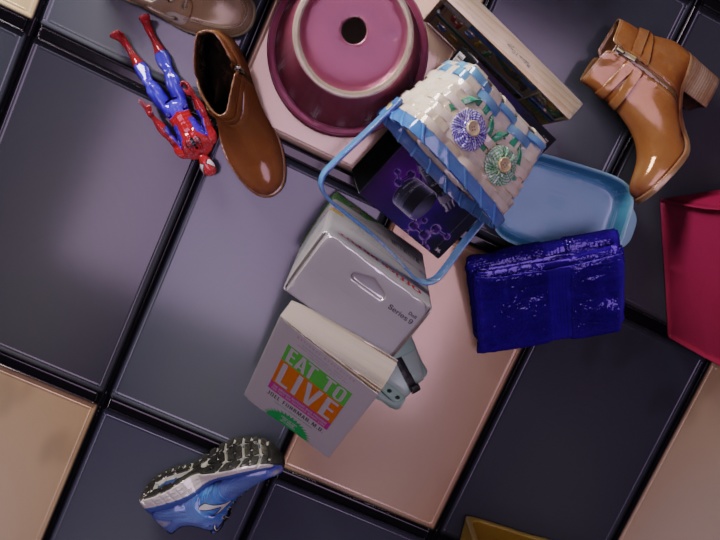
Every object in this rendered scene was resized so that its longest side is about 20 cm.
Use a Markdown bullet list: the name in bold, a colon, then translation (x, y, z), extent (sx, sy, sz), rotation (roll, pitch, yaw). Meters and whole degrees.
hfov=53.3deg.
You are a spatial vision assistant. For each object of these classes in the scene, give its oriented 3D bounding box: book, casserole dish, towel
- **book**: translation (-0.054, 0.128, 0.820), extent (0.133, 0.201, 0.048), rotation (34, 51, 4)
- **casserole dish**: translation (0.259, -0.080, 0.934), extent (0.198, 0.039, 0.123), rotation (16, 98, -6)
- **towel**: translation (0.239, 0.034, 0.922), extent (0.197, 0.050, 0.149), rotation (-10, 114, 5)

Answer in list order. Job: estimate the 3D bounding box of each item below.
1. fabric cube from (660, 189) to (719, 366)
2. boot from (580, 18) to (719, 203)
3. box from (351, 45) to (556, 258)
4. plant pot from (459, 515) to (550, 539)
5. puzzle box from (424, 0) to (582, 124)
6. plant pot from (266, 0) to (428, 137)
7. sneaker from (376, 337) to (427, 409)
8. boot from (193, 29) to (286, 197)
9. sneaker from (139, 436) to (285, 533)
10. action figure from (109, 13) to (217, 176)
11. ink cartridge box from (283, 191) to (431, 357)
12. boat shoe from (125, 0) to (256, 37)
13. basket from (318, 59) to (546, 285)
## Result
- **fabric cube**: translation (0.512, -0.001, 0.885), extent (0.197, 0.196, 0.203), rotation (-8, 101, -1)
- **boot**: translation (0.342, -0.201, 0.902), extent (0.154, 0.074, 0.202), rotation (28, 82, -7)
- **box**: translation (0.108, -0.137, 0.858), extent (0.141, 0.079, 0.200), rotation (35, 110, -25)
- **plant pot**: translation (0.209, 0.489, 0.952), extent (0.193, 0.194, 0.202), rotation (19, 103, -7)
- **puzzle box**: translation (0.163, -0.251, 0.852), extent (0.200, 0.133, 0.025), rotation (41, 93, -8)
- **plant pot**: translation (-0.013, -0.254, 0.816), extent (0.197, 0.179, 0.203), rotation (-1, 100, -3)
- **sneaker**: translation (-0.007, 0.153, 0.934), extent (0.199, 0.074, 0.119), rotation (-33, 99, 2)
- **boot**: translation (-0.139, -0.178, 0.831), extent (0.076, 0.155, 0.203), rotation (-13, 100, -2)
- **sneaker**: translation (-0.187, 0.290, 0.952), extent (0.198, 0.079, 0.090), rotation (-23, 107, 8)
- **action figure**: translation (-0.231, -0.206, 0.877), extent (0.065, 0.052, 0.202), rotation (-29, 102, -3)
- **ink cartridge box**: translation (0.000, 0.000, 0.843), extent (0.145, 0.200, 0.088), rotation (35, 104, -10)
- **boat shoe**: translation (-0.222, -0.330, 0.846), extent (0.198, 0.065, 0.073), rotation (20, 98, -7)
- **basket**: translation (0.076, -0.107, 0.747), extent (0.176, 0.139, 0.200), rotation (39, 99, -23)
